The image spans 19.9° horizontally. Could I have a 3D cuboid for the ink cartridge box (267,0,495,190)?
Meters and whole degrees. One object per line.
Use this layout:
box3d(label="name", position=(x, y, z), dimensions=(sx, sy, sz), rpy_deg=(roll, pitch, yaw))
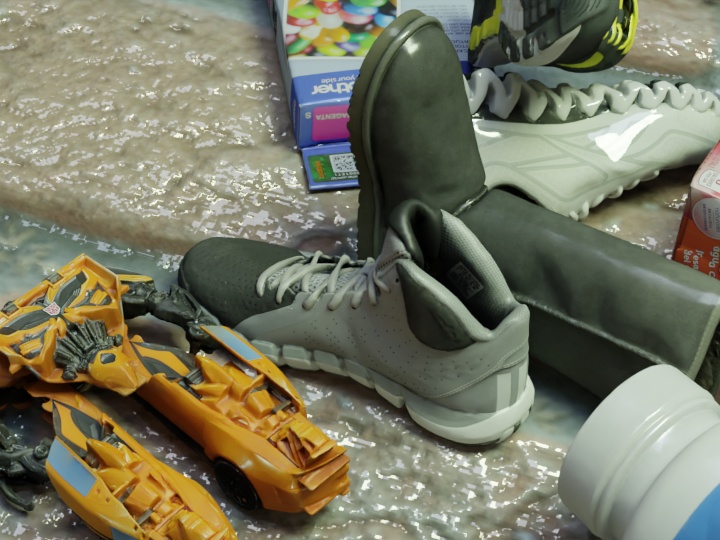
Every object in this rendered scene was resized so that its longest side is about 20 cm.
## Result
box3d(label="ink cartridge box", position=(0.012, -0.131, 1.196), dimensions=(0.118, 0.042, 0.201), rpy_deg=(-5, 48, -8))

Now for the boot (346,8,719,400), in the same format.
box3d(label="boot", position=(0.090, -0.019, 0.998), dimensions=(0.199, 0.183, 0.072), rpy_deg=(31, 56, 31))

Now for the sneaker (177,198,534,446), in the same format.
box3d(label="sneaker", position=(0.000, 0.000, 1.012), dimensions=(0.198, 0.116, 0.075), rpy_deg=(22, 48, 17))

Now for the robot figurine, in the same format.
box3d(label="robot figurine", position=(-0.107, 0.065, 0.980), dimensions=(0.199, 0.059, 0.145), rpy_deg=(36, 57, 27))

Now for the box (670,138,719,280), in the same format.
box3d(label="box", position=(0.248, -0.049, 1.087), dimensions=(0.099, 0.096, 0.200), rpy_deg=(26, 50, 18))

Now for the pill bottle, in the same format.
box3d(label="pill bottle", position=(0.183, 0.133, 0.896), dimensions=(0.112, 0.113, 0.200), rpy_deg=(-30, 53, -29))

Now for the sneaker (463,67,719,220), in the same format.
box3d(label="sneaker", position=(0.121, -0.063, 1.122), dimensions=(0.198, 0.075, 0.082), rpy_deg=(0, 80, -18))

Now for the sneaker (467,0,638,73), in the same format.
box3d(label="sneaker", position=(0.113, -0.142, 1.078), dimensions=(0.084, 0.075, 0.200), rpy_deg=(3, 5, -9))
